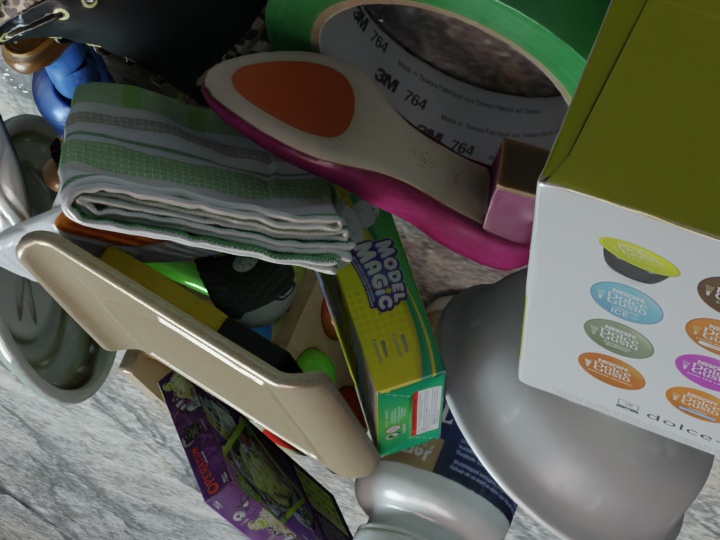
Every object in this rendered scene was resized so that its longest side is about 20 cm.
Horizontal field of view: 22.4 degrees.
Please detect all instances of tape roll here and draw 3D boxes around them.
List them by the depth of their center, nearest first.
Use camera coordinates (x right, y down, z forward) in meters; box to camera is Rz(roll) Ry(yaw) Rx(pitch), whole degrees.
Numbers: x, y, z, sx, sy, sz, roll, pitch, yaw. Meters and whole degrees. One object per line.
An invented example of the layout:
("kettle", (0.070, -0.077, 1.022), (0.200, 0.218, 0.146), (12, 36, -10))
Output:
("tape roll", (0.051, -0.111, 0.928), (0.200, 0.048, 0.201), (21, 158, 9))

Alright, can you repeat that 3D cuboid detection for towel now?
("towel", (-0.085, -0.059, 0.969), (0.148, 0.031, 0.200), (11, -160, -12))

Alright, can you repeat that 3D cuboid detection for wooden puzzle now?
("wooden puzzle", (-0.087, 0.046, 1.059), (0.199, 0.037, 0.185), (25, 166, 19))

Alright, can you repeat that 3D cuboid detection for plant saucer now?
("plant saucer", (-0.229, -0.005, 1.248), (0.050, 0.201, 0.200), (-10, 146, 18))

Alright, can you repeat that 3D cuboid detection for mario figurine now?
("mario figurine", (-0.183, -0.092, 1.123), (0.105, 0.124, 0.200), (1, 147, 19))

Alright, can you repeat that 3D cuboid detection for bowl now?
("bowl", (0.148, 0.067, 1.096), (0.201, 0.202, 0.090), (32, 125, -19))

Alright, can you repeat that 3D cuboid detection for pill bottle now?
("pill bottle", (0.062, 0.127, 1.251), (0.110, 0.201, 0.111), (20, 158, 9))

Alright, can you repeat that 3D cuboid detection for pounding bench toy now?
("pounding bench toy", (-0.078, 0.040, 1.299), (0.155, 0.125, 0.200), (7, 152, 35))

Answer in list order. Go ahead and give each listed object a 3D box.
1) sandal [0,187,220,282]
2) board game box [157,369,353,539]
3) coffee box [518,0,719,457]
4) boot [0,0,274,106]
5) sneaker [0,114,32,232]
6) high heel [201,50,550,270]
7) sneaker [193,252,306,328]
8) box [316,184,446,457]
("sandal", (-0.145, -0.040, 1.052), (0.206, 0.060, 0.079), (-10, 152, 41))
("board game box", (-0.059, 0.157, 1.248), (0.200, 0.032, 0.120), (47, -175, -42))
("coffee box", (0.191, -0.042, 0.738), (0.199, 0.201, 0.198), (19, 157, 11))
("boot", (-0.146, -0.130, 0.984), (0.203, 0.074, 0.154), (-29, 133, 27))
("sneaker", (-0.256, -0.106, 1.102), (0.080, 0.201, 0.070), (-13, -164, -9))
("high heel", (0.007, -0.048, 0.955), (0.199, 0.068, 0.096), (21, 148, -2))
("sneaker", (-0.057, -0.016, 1.100), (0.075, 0.200, 0.077), (-21, 117, 6))
("box", (0.000, 0.000, 1.106), (0.048, 0.201, 0.117), (-17, 157, -7))
